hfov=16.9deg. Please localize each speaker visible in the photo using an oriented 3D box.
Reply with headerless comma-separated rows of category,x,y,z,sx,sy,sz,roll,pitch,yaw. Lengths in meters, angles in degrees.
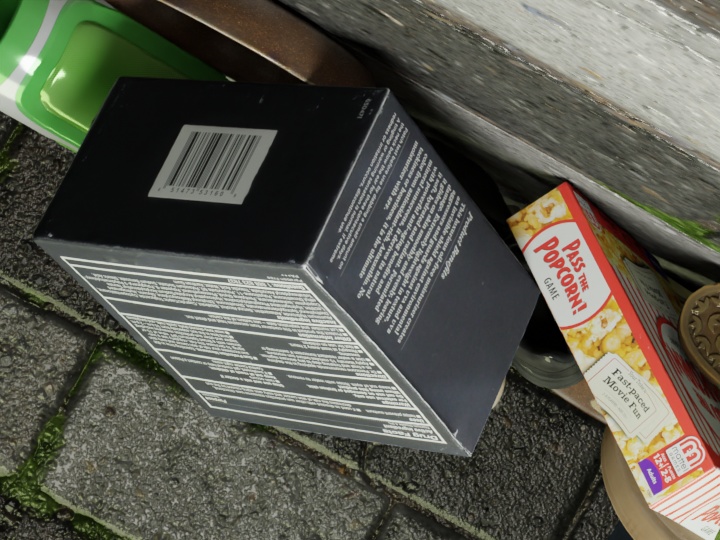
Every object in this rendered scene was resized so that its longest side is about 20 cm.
speaker,-0.139,-0.101,1.465,0.200,0.089,0.088,30,177,-28

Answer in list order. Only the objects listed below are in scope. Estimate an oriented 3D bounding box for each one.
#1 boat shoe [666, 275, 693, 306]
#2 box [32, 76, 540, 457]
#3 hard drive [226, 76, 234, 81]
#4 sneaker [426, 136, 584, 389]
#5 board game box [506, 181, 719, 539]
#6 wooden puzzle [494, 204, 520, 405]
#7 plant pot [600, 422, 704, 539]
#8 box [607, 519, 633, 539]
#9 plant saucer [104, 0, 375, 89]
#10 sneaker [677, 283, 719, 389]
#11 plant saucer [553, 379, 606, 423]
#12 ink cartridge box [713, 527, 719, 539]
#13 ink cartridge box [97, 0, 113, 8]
boat shoe,0.191,0.045,1.572,0.200,0.068,0.075,20,157,52
box,-0.038,-0.004,1.368,0.200,0.123,0.198,7,150,37
hard drive,-0.022,-0.099,1.628,0.132,0.026,0.200,27,176,27
sneaker,0.074,-0.014,1.480,0.200,0.076,0.091,44,179,6
board game box,0.171,0.061,1.416,0.151,0.046,0.200,32,-151,-57
wooden puzzle,0.000,0.000,1.557,0.200,0.185,0.046,8,135,1
plant pot,0.270,0.120,1.624,0.201,0.201,0.093,28,136,5
box,0.297,0.206,1.696,0.200,0.107,0.149,-11,-126,-28
plant saucer,-0.069,-0.135,1.386,0.200,0.035,0.200,30,177,1
sneaker,0.274,0.074,1.421,0.200,0.067,0.090,25,171,5
plant saucer,0.204,0.096,1.788,0.200,0.035,0.200,26,-172,-4
ink cartridge box,0.317,0.136,1.320,0.200,0.148,0.076,29,176,-11
ink cartridge box,-0.173,-0.162,1.770,0.200,0.047,0.198,23,176,35
